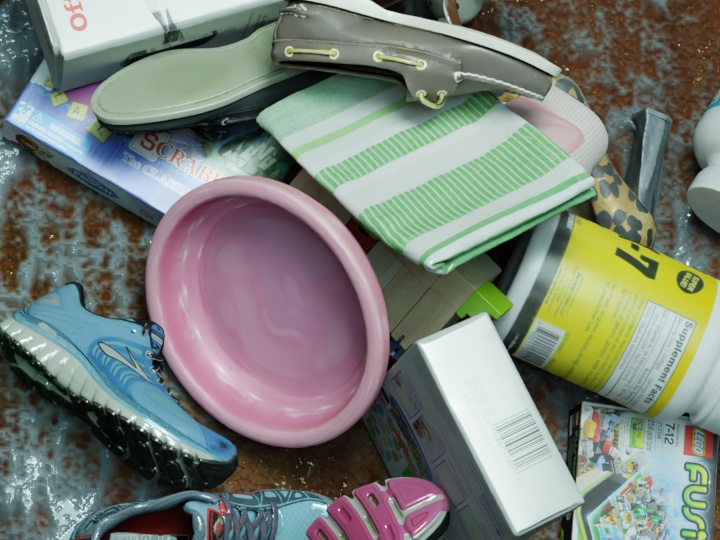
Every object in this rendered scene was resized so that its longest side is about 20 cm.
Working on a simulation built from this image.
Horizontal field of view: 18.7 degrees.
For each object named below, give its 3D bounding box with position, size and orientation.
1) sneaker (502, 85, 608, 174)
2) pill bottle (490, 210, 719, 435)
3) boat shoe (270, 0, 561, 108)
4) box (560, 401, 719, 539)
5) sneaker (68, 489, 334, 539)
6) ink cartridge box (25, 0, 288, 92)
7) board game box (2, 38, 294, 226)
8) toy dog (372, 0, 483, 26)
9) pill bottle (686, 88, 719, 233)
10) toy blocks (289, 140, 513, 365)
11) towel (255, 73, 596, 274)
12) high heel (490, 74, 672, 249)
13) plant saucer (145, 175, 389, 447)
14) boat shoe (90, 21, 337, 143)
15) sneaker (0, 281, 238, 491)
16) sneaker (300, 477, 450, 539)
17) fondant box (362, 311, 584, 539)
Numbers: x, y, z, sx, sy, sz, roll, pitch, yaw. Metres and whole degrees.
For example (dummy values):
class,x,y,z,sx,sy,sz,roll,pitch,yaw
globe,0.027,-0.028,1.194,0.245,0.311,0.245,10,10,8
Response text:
class,x,y,z,sx,sy,sz,roll,pitch,yaw
sneaker,0.094,-0.086,1.613,0.105,0.200,0.076,-43,122,-38
pill bottle,0.200,0.040,1.591,0.199,0.114,0.115,24,72,-2
boat shoe,0.037,-0.146,1.512,0.199,0.072,0.060,16,89,2
box,0.202,0.203,1.606,0.110,0.035,0.201,8,74,-8
sneaker,-0.102,0.192,1.523,0.199,0.096,0.080,-6,77,-12
ink cartridge box,-0.149,-0.230,1.590,0.199,0.084,0.145,-17,79,-15
board game box,-0.131,-0.136,1.634,0.200,0.041,0.200,30,72,-1
toy dog,0.032,-0.209,1.609,0.200,0.132,0.097,25,80,-38
pill bottle,0.328,-0.120,1.676,0.111,0.111,0.200,33,72,0
toy blocks,0.000,0.000,1.576,0.200,0.137,0.100,44,30,8
towel,0.045,-0.083,1.506,0.152,0.023,0.200,-28,51,-23
high heel,0.135,-0.074,1.651,0.199,0.071,0.143,15,74,-9
plant saucer,-0.060,0.025,1.544,0.201,0.201,0.051,49,38,5
boat shoe,-0.099,-0.126,1.583,0.199,0.066,0.075,-24,48,-23
sneaker,-0.160,0.074,1.541,0.200,0.078,0.090,37,65,15
sneaker,-0.007,0.225,1.519,0.200,0.074,0.087,-43,130,7
fondant box,0.071,0.126,1.516,0.058,0.200,0.145,-24,80,-19
